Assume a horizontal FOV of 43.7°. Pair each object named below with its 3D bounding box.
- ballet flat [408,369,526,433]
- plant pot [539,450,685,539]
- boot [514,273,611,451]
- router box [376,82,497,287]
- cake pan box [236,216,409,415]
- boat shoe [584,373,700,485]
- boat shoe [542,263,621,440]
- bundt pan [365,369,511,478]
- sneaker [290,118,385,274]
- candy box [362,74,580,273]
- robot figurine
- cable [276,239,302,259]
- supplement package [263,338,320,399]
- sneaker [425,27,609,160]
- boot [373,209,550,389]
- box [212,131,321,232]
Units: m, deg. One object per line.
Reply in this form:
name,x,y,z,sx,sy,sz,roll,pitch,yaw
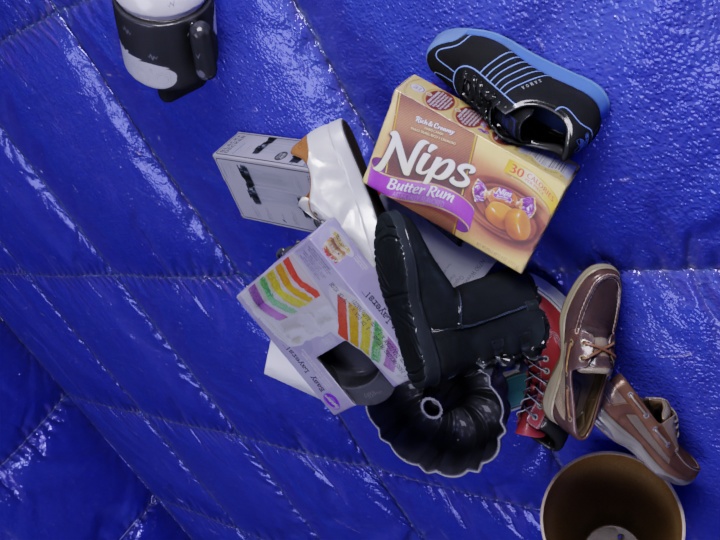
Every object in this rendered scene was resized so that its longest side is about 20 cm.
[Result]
ballet flat,0.160,0.178,1.233,0.197,0.070,0.070,-21,119,20
plant pot,0.350,0.377,1.250,0.184,0.188,0.201,24,158,27
boot,0.213,0.116,1.087,0.201,0.144,0.072,54,153,-17
router box,0.093,-0.077,1.018,0.179,0.049,0.201,39,130,6
cake pan box,-0.029,0.062,1.025,0.201,0.052,0.184,51,141,-6
boat shoe,0.355,0.193,1.089,0.199,0.072,0.076,35,-165,-27
boat shoe,0.260,0.095,1.005,0.072,0.071,0.203,-129,49,-62
bundt pan,0.106,0.160,1.156,0.199,0.076,0.205,12,116,26
sneaker,-0.018,-0.061,1.004,0.084,0.073,0.203,-20,96,13
candy box,0.110,-0.100,0.926,0.198,0.057,0.118,31,128,10
robot figurine,-0.235,-0.305,1.095,0.148,0.126,0.201,11,144,4
cable,0.000,0.000,1.144,0.198,0.162,0.052,18,103,37
supplement package,-0.027,0.069,1.204,0.120,0.200,0.121,22,118,14
sneaker,0.140,-0.173,0.876,0.198,0.078,0.071,26,146,24
boot,0.110,0.023,0.954,0.073,0.160,0.202,149,107,-66
box,-0.100,-0.120,1.231,0.198,0.060,0.118,12,138,39
